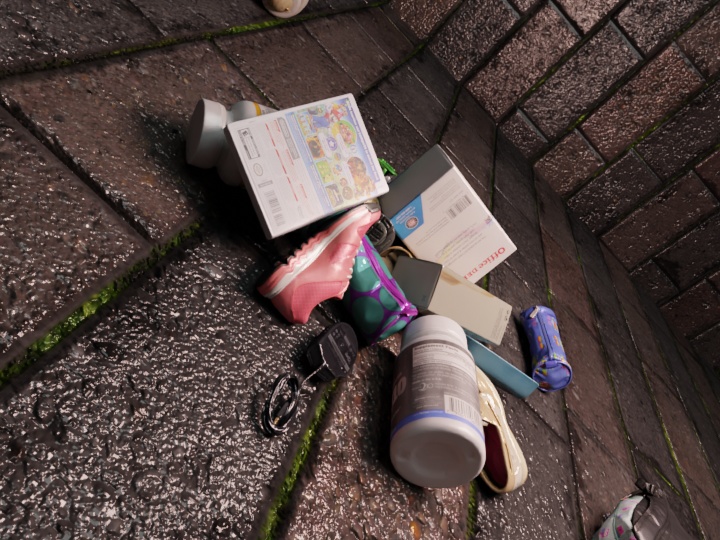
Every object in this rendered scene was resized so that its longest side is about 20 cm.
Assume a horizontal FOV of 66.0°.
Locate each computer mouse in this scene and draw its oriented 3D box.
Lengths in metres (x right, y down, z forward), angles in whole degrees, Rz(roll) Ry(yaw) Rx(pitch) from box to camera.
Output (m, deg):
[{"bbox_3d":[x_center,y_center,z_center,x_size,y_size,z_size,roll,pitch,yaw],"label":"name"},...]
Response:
[{"bbox_3d":[-0.058,0.119,0.633,0.059,0.034,0.200,63,32,-8],"label":"computer mouse"}]

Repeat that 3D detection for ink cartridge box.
[{"bbox_3d":[0.152,-0.088,0.997,0.200,0.146,0.145,47,14,-23],"label":"ink cartridge box"}]

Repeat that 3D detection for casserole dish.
[{"bbox_3d":[0.199,0.150,0.895,0.199,0.039,0.121,35,-6,-23],"label":"casserole dish"}]

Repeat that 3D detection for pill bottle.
[{"bbox_3d":[0.095,0.158,0.709,0.113,0.114,0.202,38,30,-19],"label":"pill bottle"},{"bbox_3d":[-0.129,-0.163,0.758,0.197,0.113,0.114,10,45,-32],"label":"pill bottle"}]

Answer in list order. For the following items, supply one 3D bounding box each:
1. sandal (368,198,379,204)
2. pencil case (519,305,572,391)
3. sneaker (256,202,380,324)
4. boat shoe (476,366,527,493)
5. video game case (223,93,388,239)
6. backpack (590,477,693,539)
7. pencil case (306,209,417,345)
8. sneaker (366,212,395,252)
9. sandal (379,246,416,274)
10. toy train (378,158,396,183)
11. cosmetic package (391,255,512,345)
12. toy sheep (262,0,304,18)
[{"bbox_3d":[-0.008,-0.144,0.967,0.212,0.069,0.078,46,29,-7],"label":"sandal"},{"bbox_3d":[0.383,0.154,1.157,0.201,0.076,0.088,-80,152,-56],"label":"pencil case"},{"bbox_3d":[-0.039,-0.010,0.711,0.199,0.073,0.088,-41,104,-24],"label":"sneaker"},{"bbox_3d":[0.167,0.214,0.784,0.069,0.073,0.202,6,51,-59],"label":"boat shoe"},{"bbox_3d":[-0.063,-0.141,0.719,0.198,0.018,0.146,-25,95,-34],"label":"video game case"},{"bbox_3d":[0.440,0.438,0.852,0.198,0.127,0.168,6,38,-50],"label":"backpack"},{"bbox_3d":[0.000,0.000,0.781,0.084,0.092,0.202,-14,67,-45],"label":"pencil case"},{"bbox_3d":[-0.032,-0.098,0.891,0.199,0.076,0.091,41,3,0],"label":"sneaker"},{"bbox_3d":[0.055,-0.010,0.913,0.198,0.054,0.081,1,54,-54],"label":"sandal"},{"bbox_3d":[0.028,-0.197,1.060,0.056,0.042,0.200,35,12,-14],"label":"toy train"},{"bbox_3d":[0.144,0.050,0.892,0.198,0.072,0.104,27,-8,-41],"label":"cosmetic package"},{"bbox_3d":[-0.176,-0.670,1.295,0.137,0.137,0.202,36,42,-22],"label":"toy sheep"}]
